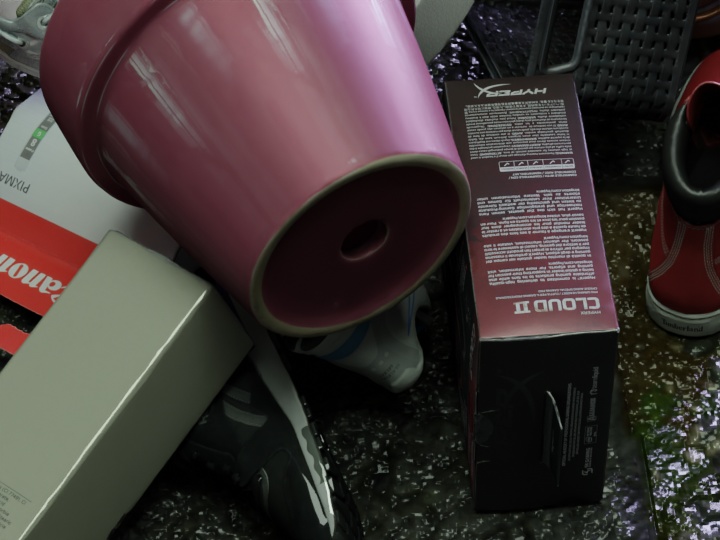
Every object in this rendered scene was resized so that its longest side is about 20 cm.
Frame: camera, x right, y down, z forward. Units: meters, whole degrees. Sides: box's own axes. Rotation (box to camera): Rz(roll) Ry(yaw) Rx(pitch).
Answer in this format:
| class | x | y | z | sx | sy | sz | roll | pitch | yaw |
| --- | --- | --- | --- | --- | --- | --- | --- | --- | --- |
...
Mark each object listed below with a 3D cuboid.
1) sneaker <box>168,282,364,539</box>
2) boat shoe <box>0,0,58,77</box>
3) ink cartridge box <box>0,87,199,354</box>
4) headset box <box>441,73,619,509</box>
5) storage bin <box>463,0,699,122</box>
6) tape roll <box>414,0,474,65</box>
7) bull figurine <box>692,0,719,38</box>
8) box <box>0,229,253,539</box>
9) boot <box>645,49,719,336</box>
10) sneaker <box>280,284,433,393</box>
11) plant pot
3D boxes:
| class | x | y | z | sx | sy | sz | roll | pitch | yaw |
| --- | --- | --- | --- | --- | --- | --- | --- | --- | --- |
| sneaker | -0.064 | 0.095 | 1.428 | 0.087 | 0.076 | 0.200 | -26 | 50 | -1 |
| boat shoe | -0.204 | -0.172 | 1.539 | 0.201 | 0.065 | 0.075 | 34 | 76 | -3 |
| ink cartridge box | -0.154 | -0.039 | 1.524 | 0.160 | 0.050 | 0.200 | 24 | 52 | 35 |
| headset box | 0.087 | 0.019 | 1.425 | 0.075 | 0.149 | 0.201 | -4 | 49 | -2 |
| storage bin | 0.124 | -0.185 | 1.559 | 0.093 | 0.136 | 0.200 | 4 | 27 | -13 |
| tape roll | -0.001 | -0.185 | 1.587 | 0.202 | 0.037 | 0.204 | -28 | 47 | 35 |
| bull figurine | 0.223 | -0.216 | 1.671 | 0.121 | 0.065 | 0.201 | 4 | 50 | 2 |
| box | -0.149 | 0.084 | 1.386 | 0.082 | 0.068 | 0.200 | 29 | 73 | 33 |
| boot | 0.205 | -0.083 | 1.511 | 0.072 | 0.145 | 0.201 | 9 | 50 | 10 |
| sneaker | 0.000 | 0.000 | 1.504 | 0.087 | 0.075 | 0.200 | 36 | 29 | -24 |
| plant pot | -0.040 | -0.073 | 1.375 | 0.199 | 0.200 | 0.179 | -22 | 55 | -17 |
